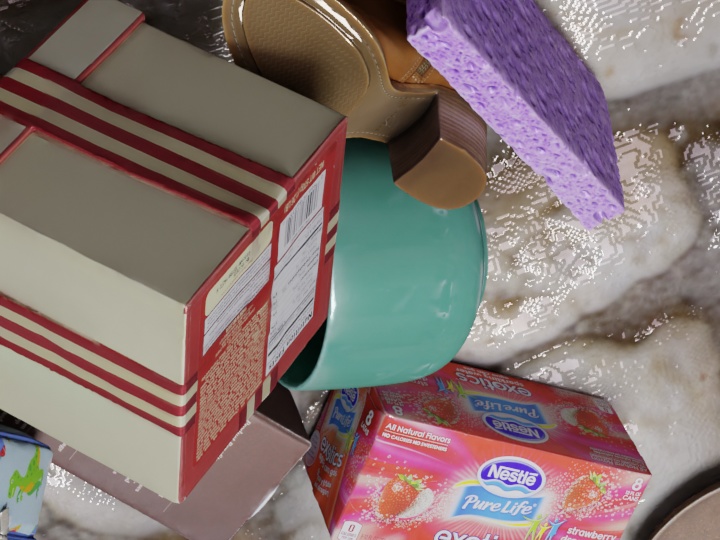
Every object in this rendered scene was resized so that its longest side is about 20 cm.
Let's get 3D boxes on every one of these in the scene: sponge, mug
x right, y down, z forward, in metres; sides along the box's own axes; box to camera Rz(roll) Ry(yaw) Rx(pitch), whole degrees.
[{"bbox_3d":[0.087,-0.120,1.267,0.030,0.112,0.200,-25,135,24],"label":"sponge"},{"bbox_3d":[0.002,-0.010,1.318,0.113,0.185,0.154,-4,98,-21],"label":"mug"}]

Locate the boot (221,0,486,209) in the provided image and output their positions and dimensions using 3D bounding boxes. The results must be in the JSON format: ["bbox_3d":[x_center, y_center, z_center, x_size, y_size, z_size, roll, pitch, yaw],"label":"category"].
[{"bbox_3d":[-0.003,-0.138,1.223,0.199,0.156,0.077,31,122,-31],"label":"boot"}]

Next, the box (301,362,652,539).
[{"bbox_3d":[0.074,0.128,1.435,0.198,0.096,0.100,15,114,-22],"label":"box"}]

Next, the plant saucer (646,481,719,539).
[{"bbox_3d":[0.277,0.220,1.580,0.198,0.035,0.202,-7,122,-12],"label":"plant saucer"}]

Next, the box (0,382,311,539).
[{"bbox_3d":[-0.139,0.081,1.365,0.199,0.075,0.100,34,105,-27],"label":"box"}]

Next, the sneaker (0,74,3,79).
[{"bbox_3d":[-0.247,-0.026,1.271,0.084,0.073,0.201,14,113,-19],"label":"sneaker"}]

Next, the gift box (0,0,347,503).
[{"bbox_3d":[-0.123,-0.031,1.137,0.186,0.185,0.201,24,135,17],"label":"gift box"}]

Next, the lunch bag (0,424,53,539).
[{"bbox_3d":[-0.285,0.111,1.262,0.198,0.161,0.083,10,82,15],"label":"lunch bag"}]
